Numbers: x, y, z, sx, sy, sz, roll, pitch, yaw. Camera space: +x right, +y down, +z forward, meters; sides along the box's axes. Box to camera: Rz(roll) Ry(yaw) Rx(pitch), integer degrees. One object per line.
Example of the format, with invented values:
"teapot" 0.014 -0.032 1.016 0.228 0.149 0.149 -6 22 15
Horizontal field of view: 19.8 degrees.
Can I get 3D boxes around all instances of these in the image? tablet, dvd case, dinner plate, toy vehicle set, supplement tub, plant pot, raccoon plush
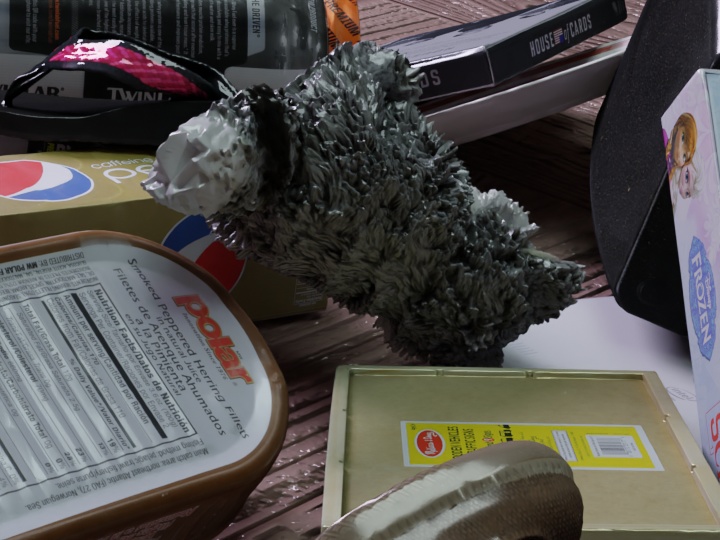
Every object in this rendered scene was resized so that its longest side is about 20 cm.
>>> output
"tablet" 0.132 0.055 0.836 0.129 0.014 0.200 -7 26 -34
"dvd case" 0.046 -0.118 1.145 0.149 0.025 0.200 -10 11 30
"dinner plate" 0.086 -0.092 1.086 0.199 0.024 0.200 -20 5 2
"toy vehicle set" 0.050 0.068 0.687 0.123 0.027 0.200 1 11 1
"supplement tub" -0.107 -0.104 1.001 0.198 0.124 0.123 2 22 -15
"plant pot" 0.207 -0.058 0.887 0.198 0.201 0.178 23 36 4
"raccoon plush" 0.000 0.000 0.769 0.134 0.097 0.200 46 30 6

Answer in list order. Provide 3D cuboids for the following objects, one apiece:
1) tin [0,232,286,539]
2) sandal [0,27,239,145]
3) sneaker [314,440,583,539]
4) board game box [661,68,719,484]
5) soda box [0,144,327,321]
"tin" -0.106 0.046 0.661 0.199 0.042 0.112 -14 66 -47
"sandal" -0.086 -0.079 0.879 0.198 0.046 0.075 2 13 4
"sneaker" -0.013 0.121 0.491 0.199 0.071 0.076 -33 63 -18
"board game box" 0.212 0.033 0.711 0.198 0.041 0.202 3 66 -14
"soda box" -0.107 -0.011 0.845 0.199 0.065 0.068 -8 25 -36
